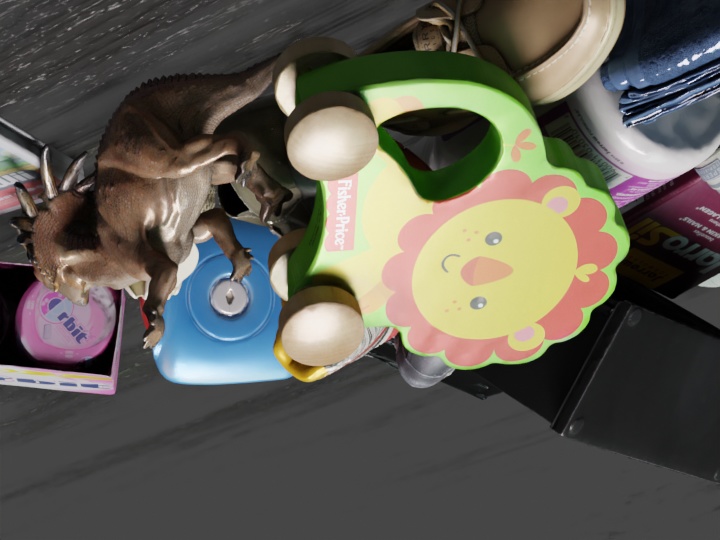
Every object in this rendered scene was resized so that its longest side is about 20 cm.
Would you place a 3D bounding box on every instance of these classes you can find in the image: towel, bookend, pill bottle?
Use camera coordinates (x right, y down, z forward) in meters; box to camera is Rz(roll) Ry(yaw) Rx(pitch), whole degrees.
[{"bbox_3d":[0.214,-0.149,1.022,0.200,0.112,0.049,-25,126,36],"label":"towel"},{"bbox_3d":[0.137,0.040,1.334,0.200,0.092,0.199,33,-172,41],"label":"bookend"},{"bbox_3d":[0.113,-0.079,1.190,0.112,0.113,0.200,-5,165,-35],"label":"pill bottle"}]

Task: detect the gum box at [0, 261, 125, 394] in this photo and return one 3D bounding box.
[{"bbox_3d":[-0.246,0.030,1.242,0.199,0.066,0.114,6,171,-5],"label":"gum box"}]

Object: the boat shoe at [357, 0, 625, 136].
[{"bbox_3d":[0.059,-0.114,1.074,0.064,0.071,0.200,-5,166,-37],"label":"boat shoe"}]

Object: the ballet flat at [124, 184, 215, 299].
[{"bbox_3d":[-0.128,-0.022,1.259,0.068,0.076,0.200,-13,168,-19],"label":"ballet flat"}]

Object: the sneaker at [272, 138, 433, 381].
[{"bbox_3d":[0.000,0.000,1.174,0.082,0.078,0.200,-40,161,-34],"label":"sneaker"}]

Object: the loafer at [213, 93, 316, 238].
[{"bbox_3d":[-0.050,-0.060,1.219,0.069,0.075,0.200,-1,163,4],"label":"loafer"}]

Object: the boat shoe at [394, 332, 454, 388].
[{"bbox_3d":[0.060,-0.004,1.319,0.072,0.200,0.068,23,131,-9],"label":"boat shoe"}]

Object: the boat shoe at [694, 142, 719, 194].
[{"bbox_3d":[0.277,-0.104,1.172,0.201,0.072,0.070,-45,-169,-13],"label":"boat shoe"}]

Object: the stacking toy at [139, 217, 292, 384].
[{"bbox_3d":[-0.116,0.021,1.453,0.109,0.116,0.200,-1,178,-17],"label":"stacking toy"}]

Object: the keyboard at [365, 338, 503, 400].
[{"bbox_3d":[0.030,0.039,1.469,0.200,0.040,0.104,26,153,-28],"label":"keyboard"}]

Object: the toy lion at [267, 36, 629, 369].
[{"bbox_3d":[0.050,-0.028,1.079,0.191,0.069,0.200,-4,131,-9],"label":"toy lion"}]

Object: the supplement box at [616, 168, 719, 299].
[{"bbox_3d":[0.237,-0.072,1.310,0.110,0.086,0.200,22,139,-39],"label":"supplement box"}]

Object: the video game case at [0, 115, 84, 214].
[{"bbox_3d":[-0.252,-0.053,1.125,0.143,0.017,0.200,-16,167,10],"label":"video game case"}]

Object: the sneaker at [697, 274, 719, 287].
[{"bbox_3d":[0.294,-0.055,1.394,0.076,0.081,0.200,-4,136,-47],"label":"sneaker"}]

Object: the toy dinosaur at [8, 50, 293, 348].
[{"bbox_3d":[-0.120,-0.049,1.114,0.200,0.135,0.086,-61,160,15],"label":"toy dinosaur"}]
